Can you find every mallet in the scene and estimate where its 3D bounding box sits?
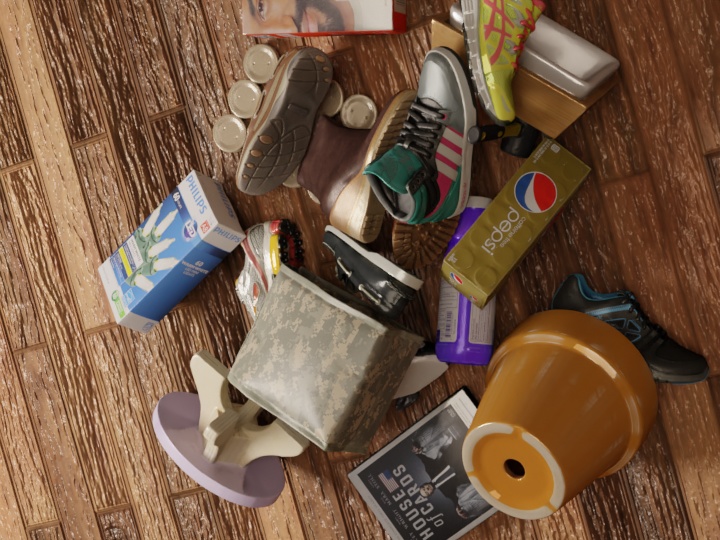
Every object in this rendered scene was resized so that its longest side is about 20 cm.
[{"bbox_3d":[0.158,-0.148,1.301,0.041,0.200,0.067,22,114,20],"label":"mallet"}]

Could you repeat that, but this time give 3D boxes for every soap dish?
[{"bbox_3d":[0.186,-0.237,1.308,0.199,0.157,0.082,32,122,12],"label":"soap dish"}]

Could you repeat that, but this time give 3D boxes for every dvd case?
[{"bbox_3d":[0.100,0.265,1.458,0.200,0.025,0.151,-39,83,18],"label":"dvd case"}]

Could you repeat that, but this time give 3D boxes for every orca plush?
[{"bbox_3d":[0.017,0.133,1.464,0.199,0.071,0.105,-37,129,23],"label":"orca plush"}]

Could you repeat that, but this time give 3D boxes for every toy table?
[{"bbox_3d":[-0.164,0.198,1.468,0.199,0.184,0.118,32,122,0],"label":"toy table"}]

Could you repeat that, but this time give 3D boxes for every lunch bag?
[{"bbox_3d":[-0.052,0.102,1.374,0.199,0.117,0.165,30,96,31],"label":"lunch bag"}]

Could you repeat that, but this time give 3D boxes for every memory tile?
[{"bbox_3d":[-0.085,-0.186,1.472,0.199,0.017,0.154,29,105,13],"label":"memory tile"}]

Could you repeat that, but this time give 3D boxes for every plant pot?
[{"bbox_3d":[0.209,0.175,1.291,0.199,0.183,0.202,18,125,27],"label":"plant pot"}]

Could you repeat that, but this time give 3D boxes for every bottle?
[{"bbox_3d":[0.131,0.013,1.386,0.065,0.083,0.203,6,85,-13],"label":"bottle"}]

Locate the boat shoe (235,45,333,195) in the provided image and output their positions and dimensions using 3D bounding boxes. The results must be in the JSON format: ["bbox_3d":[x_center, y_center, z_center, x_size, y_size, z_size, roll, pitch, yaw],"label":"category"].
[{"bbox_3d":[-0.100,-0.189,1.435,0.201,0.075,0.072,-60,35,10],"label":"boat shoe"}]

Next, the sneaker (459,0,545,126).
[{"bbox_3d":[0.151,-0.253,1.197,0.089,0.078,0.202,-7,89,7],"label":"sneaker"}]

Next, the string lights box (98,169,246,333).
[{"bbox_3d":[-0.249,-0.023,1.503,0.200,0.059,0.103,-43,52,18],"label":"string lights box"}]

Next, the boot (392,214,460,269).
[{"bbox_3d":[0.078,-0.105,1.388,0.074,0.107,0.202,12,99,-18],"label":"boot"}]

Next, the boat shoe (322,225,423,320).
[{"bbox_3d":[0.000,0.000,1.387,0.075,0.200,0.061,30,92,-30],"label":"boat shoe"}]

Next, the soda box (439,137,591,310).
[{"bbox_3d":[0.178,-0.055,1.327,0.068,0.064,0.200,38,77,10],"label":"soda box"}]

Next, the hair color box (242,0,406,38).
[{"bbox_3d":[-0.045,-0.347,1.415,0.198,0.064,0.112,2,98,19],"label":"hair color box"}]

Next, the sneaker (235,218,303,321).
[{"bbox_3d":[-0.117,0.037,1.485,0.081,0.078,0.203,-4,88,26],"label":"sneaker"}]

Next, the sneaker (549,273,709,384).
[{"bbox_3d":[0.315,0.071,1.338,0.198,0.073,0.083,22,103,14],"label":"sneaker"}]

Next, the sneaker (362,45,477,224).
[{"bbox_3d":[0.058,-0.135,1.251,0.083,0.120,0.202,26,130,42],"label":"sneaker"}]

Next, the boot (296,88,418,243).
[{"bbox_3d":[-0.008,-0.151,1.364,0.166,0.072,0.202,46,124,43],"label":"boot"}]
